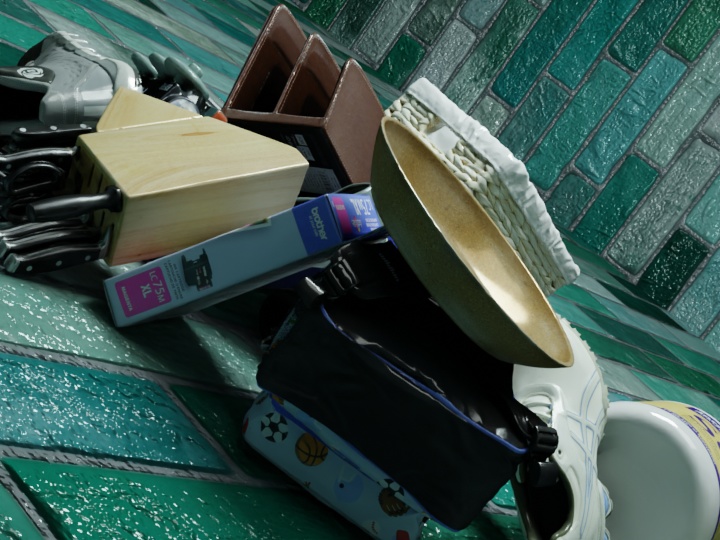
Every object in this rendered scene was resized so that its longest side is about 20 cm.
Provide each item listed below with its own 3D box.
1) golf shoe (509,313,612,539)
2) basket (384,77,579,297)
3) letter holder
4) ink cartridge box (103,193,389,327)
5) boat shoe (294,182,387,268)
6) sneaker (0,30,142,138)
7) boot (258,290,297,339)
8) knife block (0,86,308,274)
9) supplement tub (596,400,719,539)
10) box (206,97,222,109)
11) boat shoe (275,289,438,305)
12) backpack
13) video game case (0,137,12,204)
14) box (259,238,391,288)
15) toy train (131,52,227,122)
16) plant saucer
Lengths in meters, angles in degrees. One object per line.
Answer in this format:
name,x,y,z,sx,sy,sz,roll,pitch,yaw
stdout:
golf shoe,0.142,0.122,1.124,0.097,0.078,0.201,24,54,-64
basket,0.088,-0.054,1.563,0.198,0.161,0.200,49,-5,48
letter holder,-0.022,-0.121,1.327,0.100,0.143,0.200,8,-31,25
ink cartridge box,-0.062,-0.013,1.032,0.119,0.199,0.042,-11,83,-75
boat shoe,-0.075,-0.044,1.158,0.199,0.062,0.073,5,26,16
sneaker,-0.255,-0.141,1.153,0.115,0.075,0.200,-7,15,-32
boot,0.008,0.083,1.155,0.144,0.073,0.200,23,9,-48
knife block,-0.149,-0.043,1.027,0.199,0.064,0.176,19,38,-5
supplement tub,0.238,0.180,1.239,0.145,0.146,0.200,40,13,22
box,-0.102,-0.098,1.476,0.200,0.050,0.158,38,4,-28
boat shoe,0.000,0.000,1.296,0.199,0.065,0.073,12,13,18
backpack,0.020,0.078,0.999,0.200,0.154,0.191,41,19,-6
video game case,-0.305,-0.113,1.126,0.200,0.026,0.181,34,12,-9
box,-0.039,-0.020,1.224,0.199,0.033,0.121,0,23,1
toy train,-0.155,-0.115,1.238,0.114,0.085,0.200,49,-11,-23
plant saucer,0.064,-0.010,0.976,0.200,0.035,0.200,48,14,-16
